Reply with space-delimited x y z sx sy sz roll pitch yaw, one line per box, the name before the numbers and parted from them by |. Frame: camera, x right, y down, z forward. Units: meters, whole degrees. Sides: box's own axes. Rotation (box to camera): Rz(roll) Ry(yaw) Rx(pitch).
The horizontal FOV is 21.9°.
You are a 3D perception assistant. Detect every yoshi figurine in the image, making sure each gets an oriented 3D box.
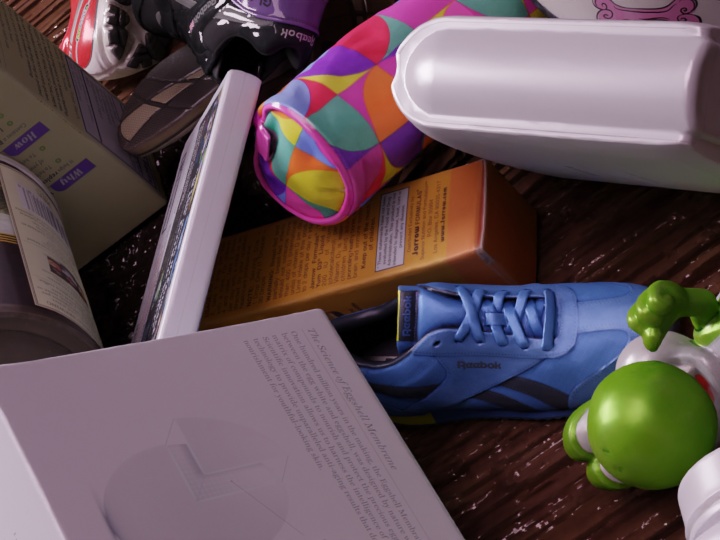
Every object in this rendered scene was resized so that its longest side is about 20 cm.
yoshi figurine | 0.180 0.040 0.879 0.200 0.112 0.113 -42 52 12

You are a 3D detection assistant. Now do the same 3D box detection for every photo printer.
photo printer | 0.127 -0.085 0.959 0.199 0.166 0.070 9 88 40

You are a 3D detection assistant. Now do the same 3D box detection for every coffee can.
coffee can | -0.232 0.036 1.107 0.146 0.146 0.200 -42 35 8

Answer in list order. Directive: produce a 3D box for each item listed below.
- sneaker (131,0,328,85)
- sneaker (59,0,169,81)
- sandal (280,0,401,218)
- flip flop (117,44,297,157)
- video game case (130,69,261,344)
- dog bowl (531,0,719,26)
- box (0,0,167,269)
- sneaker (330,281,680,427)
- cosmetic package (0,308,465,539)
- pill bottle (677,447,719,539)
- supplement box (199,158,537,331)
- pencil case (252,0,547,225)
sneaker | -0.091 -0.152 1.148 0.200 0.075 0.088 -6 74 57
sneaker | -0.180 -0.226 1.350 0.085 0.077 0.201 -13 55 37
sandal | -0.013 -0.111 1.149 0.080 0.054 0.201 5 67 -10
flip flop | -0.068 -0.128 1.217 0.200 0.058 0.081 -33 35 -4
video game case | -0.105 0.000 1.087 0.182 0.023 0.201 144 141 -74
dog bowl | 0.174 -0.220 1.033 0.199 0.074 0.201 -9 55 13
box | -0.262 -0.074 1.223 0.176 0.200 0.097 -36 45 14
sneaker | 0.068 0.037 0.987 0.199 0.078 0.066 -11 55 31
cosmetic package | -0.071 0.142 0.893 0.200 0.199 0.123 58 139 29
pill bottle | 0.194 0.171 0.779 0.109 0.109 0.201 -27 49 21
supplement box | 0.000 0.000 1.070 0.199 0.067 0.069 -16 54 28
pencil case | 0.022 -0.110 1.064 0.088 0.089 0.200 11 42 41
